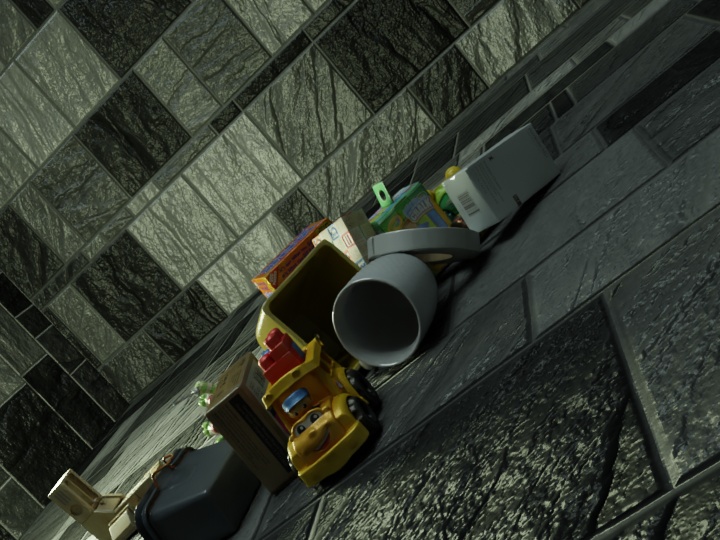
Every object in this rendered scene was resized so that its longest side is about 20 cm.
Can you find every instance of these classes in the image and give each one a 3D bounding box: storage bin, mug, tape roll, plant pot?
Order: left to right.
[{"bbox_3d":[-0.249,0.349,1.331,0.133,0.147,0.200,-27,14,21],"label":"storage bin"},{"bbox_3d":[-0.074,0.109,1.515,0.195,0.195,0.200,-48,-4,-34],"label":"plant pot"},{"bbox_3d":[0.045,0.071,1.352,0.175,0.146,0.202,-47,-22,-61],"label":"mug"},{"bbox_3d":[0.109,-0.039,1.453,0.199,0.038,0.203,-3,-7,0],"label":"tape roll"}]

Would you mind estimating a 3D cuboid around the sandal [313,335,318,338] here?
[{"bbox_3d":[-0.055,0.121,1.737,0.200,0.081,0.054,-43,-12,26],"label":"sandal"}]

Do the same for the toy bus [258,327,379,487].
[{"bbox_3d":[-0.077,0.176,1.178,0.135,0.193,0.200,-39,11,8],"label":"toy bus"}]

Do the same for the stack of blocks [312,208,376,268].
[{"bbox_3d":[0.000,0.000,1.592,0.058,0.202,0.115,-24,-6,-39],"label":"stack of blocks"}]

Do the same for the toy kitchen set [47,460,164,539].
[{"bbox_3d":[-0.555,0.488,1.817,0.200,0.180,0.163,-45,9,11],"label":"toy kitchen set"}]

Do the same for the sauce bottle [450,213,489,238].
[{"bbox_3d":[0.252,-0.135,1.581,0.200,0.066,0.066,-48,11,-22],"label":"sauce bottle"}]

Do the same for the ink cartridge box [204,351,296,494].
[{"bbox_3d":[-0.160,0.236,1.331,0.075,0.165,0.200,-39,10,4],"label":"ink cartridge box"}]

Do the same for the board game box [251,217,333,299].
[{"bbox_3d":[-0.105,0.026,1.948,0.200,0.200,0.200,-44,9,-13],"label":"board game box"}]

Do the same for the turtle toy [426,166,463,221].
[{"bbox_3d":[0.212,-0.150,1.701,0.199,0.102,0.145,-38,-13,16],"label":"turtle toy"}]

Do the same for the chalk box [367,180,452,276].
[{"bbox_3d":[0.088,-0.083,1.618,0.124,0.200,0.124,-44,9,-15],"label":"chalk box"}]

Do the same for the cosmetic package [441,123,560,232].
[{"bbox_3d":[0.251,-0.164,1.478,0.199,0.114,0.081,-38,6,-32],"label":"cosmetic package"}]

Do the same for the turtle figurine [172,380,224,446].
[{"bbox_3d":[-0.332,0.315,1.789,0.200,0.144,0.194,-42,5,-20],"label":"turtle figurine"}]
